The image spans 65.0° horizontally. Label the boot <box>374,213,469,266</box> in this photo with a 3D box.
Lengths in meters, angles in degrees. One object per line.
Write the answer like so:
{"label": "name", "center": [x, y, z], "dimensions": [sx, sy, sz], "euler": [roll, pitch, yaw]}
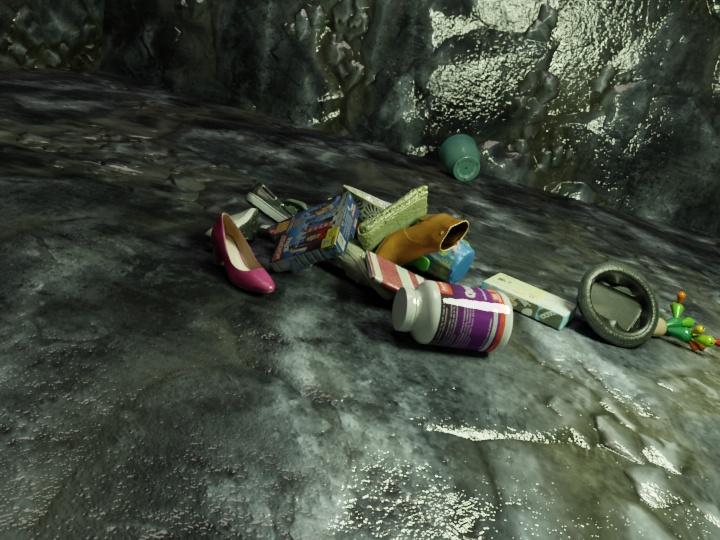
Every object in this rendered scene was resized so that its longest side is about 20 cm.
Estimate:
{"label": "boot", "center": [0.127, -0.054, 1.211], "dimensions": [0.201, 0.071, 0.144], "euler": [-40, 25, -14]}

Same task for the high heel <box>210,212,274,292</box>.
{"label": "high heel", "center": [-0.220, -0.033, 1.068], "dimensions": [0.067, 0.097, 0.200], "euler": [-3, 26, -40]}

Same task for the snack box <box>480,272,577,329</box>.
{"label": "snack box", "center": [0.388, 0.067, 1.308], "dimensions": [0.199, 0.037, 0.116], "euler": [26, 22, 28]}

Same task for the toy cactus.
{"label": "toy cactus", "center": [0.734, 0.125, 1.338], "dimensions": [0.163, 0.103, 0.200], "euler": [-4, 34, -19]}

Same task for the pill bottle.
{"label": "pill bottle", "center": [0.162, 0.080, 1.008], "dimensions": [0.198, 0.113, 0.113], "euler": [9, 21, -15]}

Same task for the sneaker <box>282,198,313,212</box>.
{"label": "sneaker", "center": [-0.103, -0.125, 1.430], "dimensions": [0.198, 0.077, 0.114], "euler": [23, 20, 13]}

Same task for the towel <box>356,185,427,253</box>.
{"label": "towel", "center": [0.076, -0.101, 1.284], "dimensions": [0.199, 0.149, 0.036], "euler": [-36, 62, -17]}

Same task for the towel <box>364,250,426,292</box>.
{"label": "towel", "center": [0.100, 0.033, 1.150], "dimensions": [0.199, 0.023, 0.144], "euler": [27, 17, -14]}

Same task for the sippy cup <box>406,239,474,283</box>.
{"label": "sippy cup", "center": [0.194, -0.040, 1.345], "dimensions": [0.130, 0.140, 0.178], "euler": [37, 69, 27]}

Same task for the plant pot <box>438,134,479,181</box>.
{"label": "plant pot", "center": [0.508, -0.545, 2.815], "dimensions": [0.198, 0.201, 0.189], "euler": [9, 36, -14]}

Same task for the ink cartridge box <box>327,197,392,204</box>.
{"label": "ink cartridge box", "center": [0.028, -0.180, 1.710], "dimensions": [0.196, 0.047, 0.200], "euler": [22, 20, 24]}

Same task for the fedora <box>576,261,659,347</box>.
{"label": "fedora", "center": [0.562, 0.080, 1.273], "dimensions": [0.199, 0.203, 0.092], "euler": [11, -13, -8]}

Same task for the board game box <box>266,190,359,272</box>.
{"label": "board game box", "center": [-0.114, -0.066, 1.195], "dimensions": [0.198, 0.062, 0.201], "euler": [-16, 34, 21]}

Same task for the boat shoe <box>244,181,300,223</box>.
{"label": "boat shoe", "center": [-0.173, -0.129, 1.311], "dimensions": [0.199, 0.057, 0.069], "euler": [36, -9, -11]}

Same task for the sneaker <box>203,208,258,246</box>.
{"label": "sneaker", "center": [-0.275, -0.095, 1.236], "dimensions": [0.079, 0.075, 0.200], "euler": [11, 20, 6]}

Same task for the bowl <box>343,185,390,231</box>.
{"label": "bowl", "center": [0.025, -0.142, 1.505], "dimensions": [0.199, 0.095, 0.201], "euler": [26, 11, -5]}

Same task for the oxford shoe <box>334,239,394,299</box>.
{"label": "oxford shoe", "center": [0.000, 0.000, 1.202], "dimensions": [0.200, 0.058, 0.075], "euler": [46, 17, 30]}
